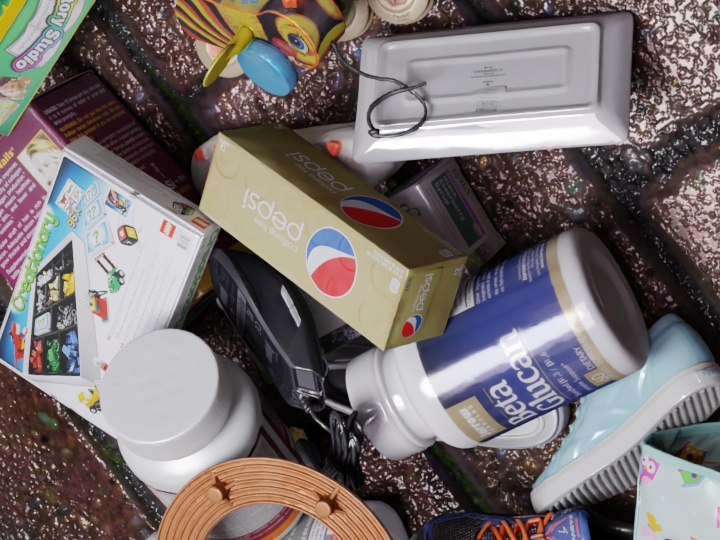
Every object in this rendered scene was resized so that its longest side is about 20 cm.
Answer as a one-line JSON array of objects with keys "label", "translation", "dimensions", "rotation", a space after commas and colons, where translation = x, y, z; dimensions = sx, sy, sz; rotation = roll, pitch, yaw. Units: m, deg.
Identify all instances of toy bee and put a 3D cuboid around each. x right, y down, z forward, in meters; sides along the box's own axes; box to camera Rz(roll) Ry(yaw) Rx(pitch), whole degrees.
[{"label": "toy bee", "translation": [-0.048, -0.181, 1.600], "dimensions": [0.199, 0.131, 0.109], "rotation": [7, 148, 17]}]

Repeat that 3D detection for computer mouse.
[{"label": "computer mouse", "translation": [-0.044, 0.074, 1.674], "dimensions": [0.200, 0.046, 0.141], "rotation": [53, 161, 27]}]

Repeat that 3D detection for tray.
[{"label": "tray", "translation": [0.090, -0.132, 1.607], "dimensions": [0.199, 0.022, 0.108], "rotation": [-4, 63, 17]}]

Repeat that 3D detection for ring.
[{"label": "ring", "translation": [-0.058, 0.227, 1.616], "dimensions": [0.200, 0.019, 0.201], "rotation": [8, 111, 21]}]

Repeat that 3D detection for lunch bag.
[{"label": "lunch bag", "translation": [0.289, 0.200, 1.612], "dimensions": [0.199, 0.122, 0.171], "rotation": [3, 109, 8]}]

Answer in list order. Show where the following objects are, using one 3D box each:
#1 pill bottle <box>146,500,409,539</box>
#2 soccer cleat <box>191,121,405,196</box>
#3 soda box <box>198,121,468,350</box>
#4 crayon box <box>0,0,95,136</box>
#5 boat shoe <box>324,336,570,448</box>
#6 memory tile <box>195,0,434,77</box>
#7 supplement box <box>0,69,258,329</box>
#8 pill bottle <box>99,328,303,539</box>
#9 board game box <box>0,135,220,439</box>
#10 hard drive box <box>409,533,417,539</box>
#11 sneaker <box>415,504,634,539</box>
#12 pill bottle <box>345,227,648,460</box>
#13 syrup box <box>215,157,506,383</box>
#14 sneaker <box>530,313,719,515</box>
[{"label": "pill bottle", "translation": [-0.068, 0.243, 1.801], "dimensions": [0.200, 0.114, 0.114], "rotation": [-7, 105, 25]}, {"label": "soccer cleat", "translation": [-0.046, -0.077, 1.714], "dimensions": [0.200, 0.077, 0.069], "rotation": [-2, 102, 45]}, {"label": "soda box", "translation": [-0.022, -0.027, 1.599], "dimensions": [0.200, 0.064, 0.068], "rotation": [36, 123, 32]}, {"label": "crayon box", "translation": [-0.259, -0.231, 1.702], "dimensions": [0.200, 0.058, 0.173], "rotation": [-53, 43, 27]}, {"label": "boat shoe", "translation": [0.055, 0.101, 1.726], "dimensions": [0.200, 0.065, 0.074], "rotation": [7, 110, 21]}, {"label": "memory tile", "translation": [-0.054, -0.231, 1.660], "dimensions": [0.200, 0.017, 0.154], "rotation": [-14, 102, 27]}, {"label": "supplement box", "translation": [-0.202, -0.032, 1.772], "dimensions": [0.200, 0.103, 0.131], "rotation": [48, 121, 1]}, {"label": "pill bottle", "translation": [-0.114, 0.126, 1.691], "dimensions": [0.109, 0.200, 0.110], "rotation": [-8, 60, 14]}, {"label": "board game box", "translation": [-0.191, 0.015, 1.700], "dimensions": [0.126, 0.035, 0.200], "rotation": [32, 122, 12]}, {"label": "hard drive box", "translation": [0.061, 0.299, 1.715], "dimensions": [0.077, 0.200, 0.156], "rotation": [-15, 100, 28]}, {"label": "sneaker", "translation": [0.138, 0.201, 1.677], "dimensions": [0.199, 0.075, 0.079], "rotation": [5, 143, -15]}, {"label": "pill bottle", "translation": [0.093, 0.059, 1.623], "dimensions": [0.200, 0.111, 0.111], "rotation": [-27, 95, 21]}, {"label": "syrup box", "translation": [0.000, 0.000, 1.708], "dimensions": [0.200, 0.081, 0.079], "rotation": [-29, 95, 30]}, {"label": "sneaker", "translation": [0.189, 0.105, 1.679], "dimensions": [0.200, 0.074, 0.082], "rotation": [-44, 56, 34]}]
